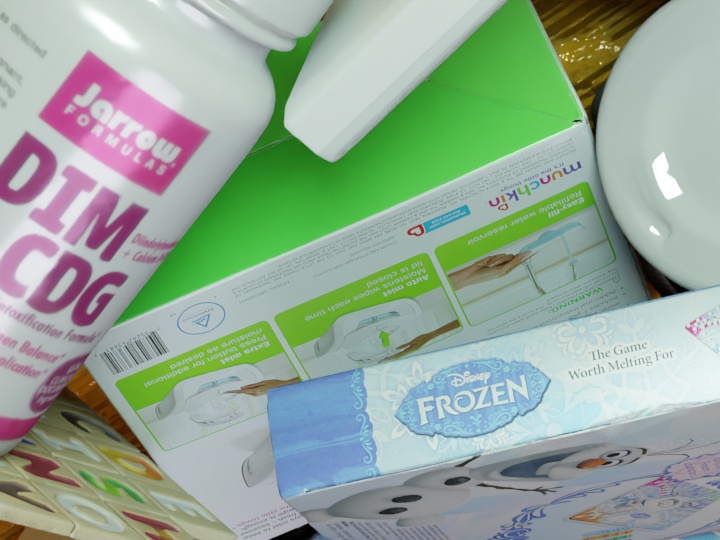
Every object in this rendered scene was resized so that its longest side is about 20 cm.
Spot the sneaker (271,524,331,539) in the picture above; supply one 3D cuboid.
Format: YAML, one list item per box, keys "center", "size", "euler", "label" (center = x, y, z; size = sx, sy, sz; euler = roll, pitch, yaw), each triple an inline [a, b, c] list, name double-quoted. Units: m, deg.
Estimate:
- center: [0.004, 0.109, 1.177]
  size: [0.089, 0.079, 0.200]
  euler: [14, 130, -31]
  label: "sneaker"

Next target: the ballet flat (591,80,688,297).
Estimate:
- center: [0.145, -0.017, 1.104]
  size: [0.067, 0.047, 0.200]
  euler: [-25, 144, 8]
  label: "ballet flat"

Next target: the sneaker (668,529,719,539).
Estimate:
- center: [0.081, 0.094, 1.079]
  size: [0.072, 0.199, 0.072]
  euler: [-40, 157, -58]
  label: "sneaker"

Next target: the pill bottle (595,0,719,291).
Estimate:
- center: [0.173, -0.051, 0.978]
  size: [0.112, 0.112, 0.200]
  euler: [-39, 167, 25]
  label: "pill bottle"

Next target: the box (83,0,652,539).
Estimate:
- center: [0.000, 0.000, 1.011]
  size: [0.199, 0.097, 0.177]
  euler: [-24, 145, 4]
  label: "box"

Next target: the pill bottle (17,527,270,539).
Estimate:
- center: [-0.057, 0.170, 1.124]
  size: [0.112, 0.113, 0.200]
  euler: [-33, 129, 18]
  label: "pill bottle"

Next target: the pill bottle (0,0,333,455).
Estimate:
- center: [-0.099, -0.048, 0.856]
  size: [0.113, 0.113, 0.200]
  euler: [26, 108, -46]
  label: "pill bottle"

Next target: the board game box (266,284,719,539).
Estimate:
- center: [0.087, 0.062, 0.952]
  size: [0.198, 0.044, 0.200]
  euler: [-13, 161, 9]
  label: "board game box"

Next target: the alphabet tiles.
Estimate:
- center: [-0.137, 0.048, 0.936]
  size: [0.167, 0.200, 0.008]
  euler: [22, 99, -43]
  label: "alphabet tiles"

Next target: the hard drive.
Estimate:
- center: [0.058, -0.131, 0.828]
  size: [0.027, 0.132, 0.200]
  euler: [38, 128, -14]
  label: "hard drive"
